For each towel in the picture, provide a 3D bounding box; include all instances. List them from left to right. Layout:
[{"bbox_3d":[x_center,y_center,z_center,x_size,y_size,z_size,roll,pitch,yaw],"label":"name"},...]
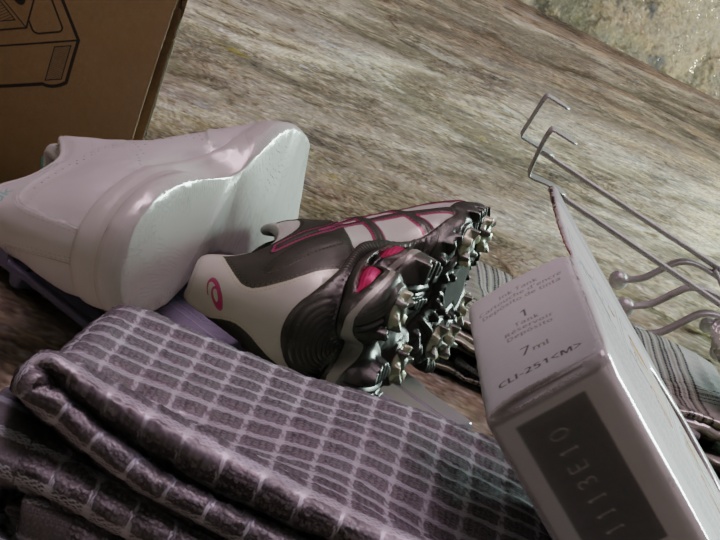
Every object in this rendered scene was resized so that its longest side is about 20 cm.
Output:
[{"bbox_3d":[-0.023,0.081,0.644,0.199,0.086,0.166,25,13,0],"label":"towel"},{"bbox_3d":[0.117,0.045,1.134,0.192,0.035,0.200,25,14,-3],"label":"towel"}]

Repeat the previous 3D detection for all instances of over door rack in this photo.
[{"bbox_3d":[0.169,-0.014,1.339,0.200,0.067,0.148,45,11,-8],"label":"over door rack"}]

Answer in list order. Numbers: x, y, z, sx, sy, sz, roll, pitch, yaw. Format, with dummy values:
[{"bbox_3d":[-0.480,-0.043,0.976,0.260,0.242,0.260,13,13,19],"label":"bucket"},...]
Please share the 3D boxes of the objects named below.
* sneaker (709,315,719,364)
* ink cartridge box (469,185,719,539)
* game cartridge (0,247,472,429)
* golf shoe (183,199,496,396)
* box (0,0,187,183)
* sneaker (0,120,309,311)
[{"bbox_3d":[0.241,0.085,1.097,0.200,0.069,0.100,-103,168,-63],"label":"sneaker"},{"bbox_3d":[0.098,0.085,0.685,0.201,0.043,0.174,59,8,-16],"label":"ink cartridge box"},{"bbox_3d":[-0.060,0.028,0.894,0.200,0.039,0.129,34,12,34],"label":"game cartridge"},{"bbox_3d":[0.000,0.000,0.883,0.088,0.078,0.200,20,12,14],"label":"golf shoe"},{"bbox_3d":[-0.182,-0.128,0.984,0.199,0.164,0.021,27,31,8],"label":"box"},{"bbox_3d":[-0.088,-0.033,0.874,0.088,0.076,0.200,17,12,19],"label":"sneaker"}]
